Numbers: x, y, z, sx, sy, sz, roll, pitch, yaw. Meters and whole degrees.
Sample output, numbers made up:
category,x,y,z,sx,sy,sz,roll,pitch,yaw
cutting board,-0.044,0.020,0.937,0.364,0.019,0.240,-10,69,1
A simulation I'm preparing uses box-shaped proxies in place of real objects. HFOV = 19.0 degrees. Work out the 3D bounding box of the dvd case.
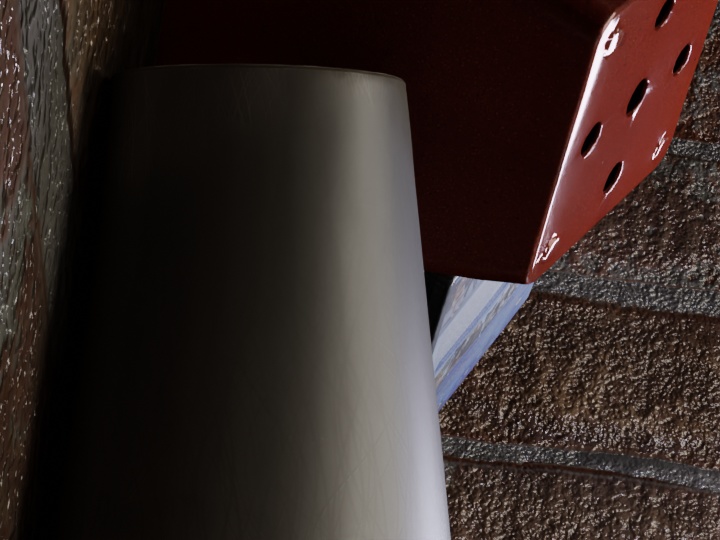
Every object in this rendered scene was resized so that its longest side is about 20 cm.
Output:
category,x,y,z,sx,sy,sz,roll,pitch,yaw
dvd case,0.061,0.006,1.082,0.143,0.018,0.200,-49,167,-29

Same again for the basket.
category,x,y,z,sx,sy,sz,roll,pitch,yaw
basket,-0.041,0.028,0.805,0.180,0.136,0.201,0,90,-45

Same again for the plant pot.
category,x,y,z,sx,sy,sz,roll,pitch,yaw
plant pot,0.044,-0.111,0.913,0.200,0.176,0.201,-39,151,-45
